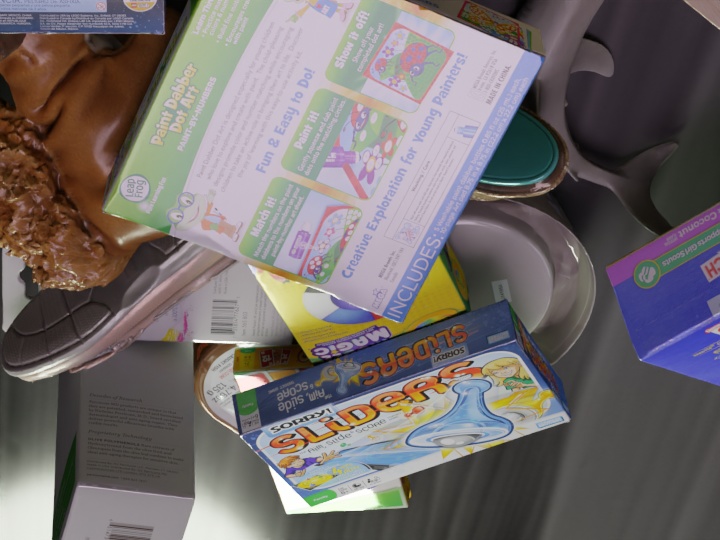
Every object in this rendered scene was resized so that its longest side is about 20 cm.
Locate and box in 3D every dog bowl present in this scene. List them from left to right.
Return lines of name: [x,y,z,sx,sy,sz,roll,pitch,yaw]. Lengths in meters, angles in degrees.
dog bowl: [0.061,0.002,1.610,0.200,0.059,0.200,-2,134,-2]

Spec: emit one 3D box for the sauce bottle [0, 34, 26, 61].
sauce bottle: [-0.285,-0.179,1.357,0.200,0.066,0.066,24,138,23]

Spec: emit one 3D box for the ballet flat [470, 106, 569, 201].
ballet flat: [0.050,-0.082,1.487,0.200,0.071,0.065,22,159,29]

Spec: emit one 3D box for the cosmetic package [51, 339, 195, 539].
cosmetic package: [-0.164,0.113,1.602,0.085,0.200,0.108,8,130,-14]

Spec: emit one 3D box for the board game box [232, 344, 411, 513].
board game box: [-0.024,0.121,1.675,0.095,0.030,0.200,-4,143,10]

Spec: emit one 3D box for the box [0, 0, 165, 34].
box: [-0.177,-0.198,1.306,0.136,0.200,0.038,-1,126,-4]

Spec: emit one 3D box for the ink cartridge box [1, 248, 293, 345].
ink cartridge box: [-0.142,-0.014,1.574,0.200,0.068,0.115,2,131,-6]

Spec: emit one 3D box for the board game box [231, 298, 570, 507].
board game box: [0.030,0.093,1.582,0.200,0.034,0.135,-20,147,12]

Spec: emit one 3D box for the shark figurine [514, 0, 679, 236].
shark figurine: [0.132,-0.095,1.507,0.128,0.090,0.215,-15,130,12]

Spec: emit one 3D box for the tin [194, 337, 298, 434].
tin: [-0.039,0.095,1.707,0.112,0.042,0.200,-33,127,30]

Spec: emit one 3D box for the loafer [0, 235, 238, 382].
loafer: [-0.147,0.017,1.513,0.200,0.072,0.063,-37,134,19]

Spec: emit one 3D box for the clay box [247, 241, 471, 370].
clay box: [0.000,0.000,1.502,0.115,0.048,0.200,-17,146,9]

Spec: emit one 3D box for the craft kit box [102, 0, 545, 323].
craft kit box: [-0.024,-0.087,1.350,0.197,0.049,0.200,20,118,-16]

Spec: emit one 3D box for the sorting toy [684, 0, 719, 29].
sorting toy: [0.194,-0.207,1.337,0.200,0.199,0.070,33,107,-30]

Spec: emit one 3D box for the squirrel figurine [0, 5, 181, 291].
squirrel figurine: [-0.188,-0.095,1.435,0.200,0.142,0.187,-43,116,10]

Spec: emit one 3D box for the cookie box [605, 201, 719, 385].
cookie box: [0.286,0.006,1.563,0.171,0.075,0.200,-30,157,22]
